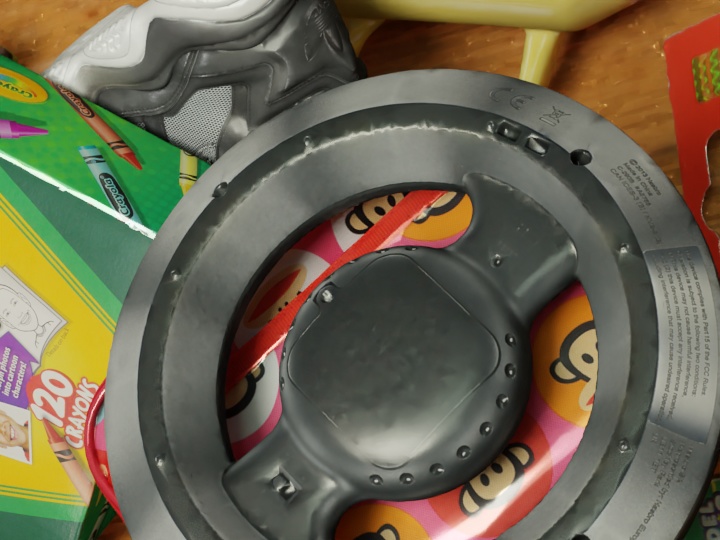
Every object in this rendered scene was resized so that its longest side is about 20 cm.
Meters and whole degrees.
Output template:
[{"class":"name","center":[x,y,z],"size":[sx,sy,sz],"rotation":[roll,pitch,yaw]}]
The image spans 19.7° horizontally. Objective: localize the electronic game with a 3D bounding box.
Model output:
[{"class":"electronic game","center":[0.014,0.032,0.635],"size":[0.199,0.042,0.201],"rotation":[-7,69,17]}]

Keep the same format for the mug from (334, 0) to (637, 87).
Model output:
[{"class":"mug","center":[0.049,-0.154,0.859],"size":[0.153,0.187,0.150],"rotation":[14,52,14]}]

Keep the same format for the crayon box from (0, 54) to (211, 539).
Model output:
[{"class":"crayon box","center":[-0.139,0.020,0.847],"size":[0.118,0.058,0.200],"rotation":[27,130,8]}]

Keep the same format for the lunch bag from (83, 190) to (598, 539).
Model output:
[{"class":"lunch bag","center":[0.010,0.037,0.705],"size":[0.200,0.082,0.176],"rotation":[-43,64,5]}]

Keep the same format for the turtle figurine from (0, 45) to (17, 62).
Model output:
[{"class":"turtle figurine","center":[-0.190,-0.025,0.944],"size":[0.199,0.064,0.162],"rotation":[22,88,23]}]

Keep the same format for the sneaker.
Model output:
[{"class":"sneaker","center":[-0.068,-0.056,0.843],"size":[0.200,0.076,0.114],"rotation":[-24,108,46]}]

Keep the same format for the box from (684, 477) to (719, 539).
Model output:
[{"class":"box","center":[0.223,0.098,0.748],"size":[0.199,0.048,0.118],"rotation":[-19,98,13]}]

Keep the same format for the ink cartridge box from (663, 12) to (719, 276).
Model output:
[{"class":"ink cartridge box","center":[0.170,-0.047,0.760],"size":[0.200,0.050,0.163],"rotation":[-23,68,53]}]
